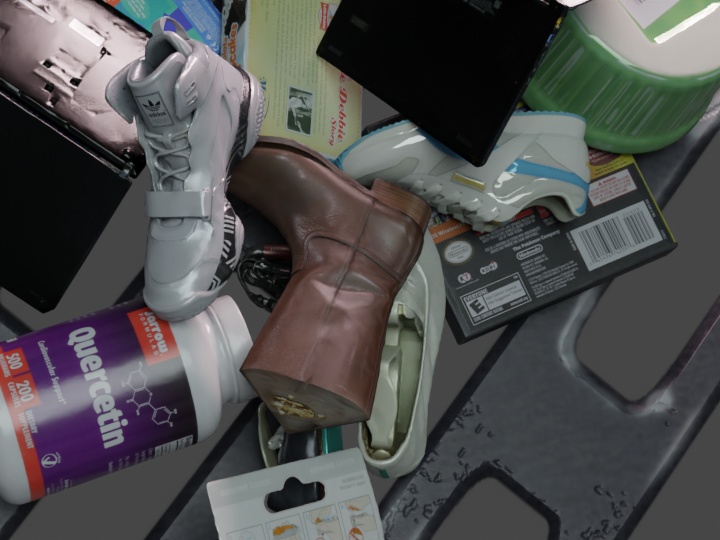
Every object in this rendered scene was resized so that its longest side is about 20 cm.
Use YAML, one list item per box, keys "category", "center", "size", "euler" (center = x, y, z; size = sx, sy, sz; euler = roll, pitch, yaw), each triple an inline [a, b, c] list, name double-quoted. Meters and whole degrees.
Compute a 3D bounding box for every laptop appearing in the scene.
- category: "laptop"
  center: [0.102, -0.196, 1.384]
  size: [0.187, 0.115, 0.201]
  euler: [38, 105, 36]
- category: "laptop"
  center: [-0.238, -0.106, 1.367]
  size: [0.176, 0.103, 0.201]
  euler: [34, 48, -4]

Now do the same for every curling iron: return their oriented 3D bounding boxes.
- category: "curling iron"
  center: [0.000, 0.000, 1.433]
  size: [0.198, 0.026, 0.050]
  euler: [-5, 99, -18]

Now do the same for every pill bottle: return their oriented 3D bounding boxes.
- category: "pill bottle"
  center: [-0.175, 0.084, 1.329]
  size: [0.198, 0.112, 0.114]
  euler: [-19, 82, -15]

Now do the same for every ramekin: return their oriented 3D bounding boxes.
- category: "ramekin"
  center: [0.210, -0.202, 1.464]
  size: [0.198, 0.098, 0.202]
  euler: [8, 65, -17]

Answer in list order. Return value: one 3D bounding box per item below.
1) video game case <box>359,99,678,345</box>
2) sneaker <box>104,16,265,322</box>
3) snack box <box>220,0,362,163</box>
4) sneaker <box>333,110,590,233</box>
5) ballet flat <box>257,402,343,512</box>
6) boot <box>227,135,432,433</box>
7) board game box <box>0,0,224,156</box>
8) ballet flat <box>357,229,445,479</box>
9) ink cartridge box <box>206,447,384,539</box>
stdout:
- category: "video game case"
  center: [0.124, -0.061, 1.460]
  size: [0.198, 0.026, 0.182]
  euler: [-22, 79, -20]
- category: "sneaker"
  center: [-0.131, -0.073, 1.293]
  size: [0.074, 0.115, 0.202]
  euler: [-2, 63, 29]
- category: "snack box"
  center: [-0.051, -0.182, 1.432]
  size: [0.115, 0.037, 0.202]
  euler: [13, 73, -37]
- category: "sneaker"
  center: [0.078, -0.072, 1.398]
  size: [0.198, 0.077, 0.082]
  euler: [-4, 80, -11]
- category: "ballet flat"
  center: [-0.043, 0.086, 1.381]
  size: [0.072, 0.073, 0.203]
  euler: [4, 82, -11]
- category: "boot"
  center: [-0.057, 0.010, 1.324]
  size: [0.184, 0.064, 0.201]
  euler: [16, 58, 9]
- category: "board game box"
  center: [-0.214, -0.171, 1.414]
  size: [0.199, 0.045, 0.153]
  euler: [-37, 88, -18]
- category: "ballet flat"
  center: [0.025, 0.053, 1.383]
  size: [0.069, 0.069, 0.203]
  euler: [3, 88, -11]
- category: "ink cartridge box"
  center: [-0.042, 0.237, 1.308]
  size: [0.159, 0.047, 0.202]
  euler: [-8, 82, -48]
